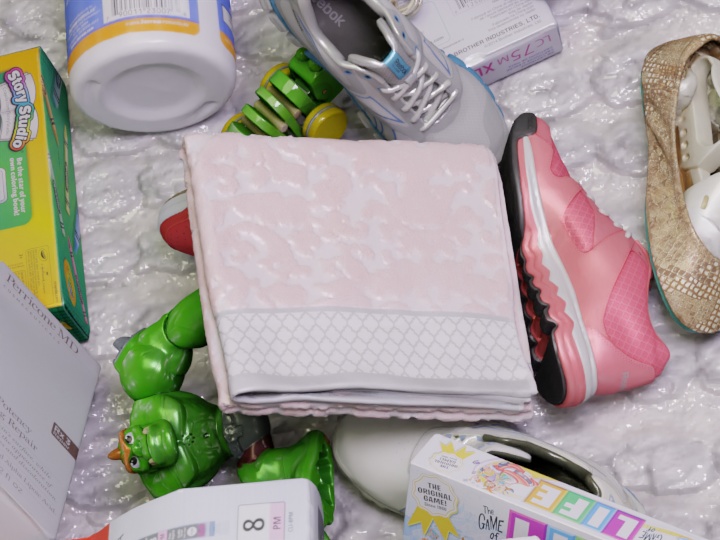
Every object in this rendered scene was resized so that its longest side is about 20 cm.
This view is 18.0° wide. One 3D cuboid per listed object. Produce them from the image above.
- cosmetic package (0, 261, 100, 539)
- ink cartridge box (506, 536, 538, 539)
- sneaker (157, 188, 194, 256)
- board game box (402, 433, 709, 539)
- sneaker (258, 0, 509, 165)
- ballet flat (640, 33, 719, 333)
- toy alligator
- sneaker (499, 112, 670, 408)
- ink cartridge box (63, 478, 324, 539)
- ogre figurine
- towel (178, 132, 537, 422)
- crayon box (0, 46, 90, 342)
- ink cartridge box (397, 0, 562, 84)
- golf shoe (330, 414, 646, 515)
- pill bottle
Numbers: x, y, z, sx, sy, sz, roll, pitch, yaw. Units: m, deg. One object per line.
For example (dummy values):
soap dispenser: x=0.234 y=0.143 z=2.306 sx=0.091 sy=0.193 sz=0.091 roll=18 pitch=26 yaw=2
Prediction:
cosmetic package: x=-0.222 y=0.090 z=1.349 sx=0.074 sy=0.102 sz=0.200 roll=-33 pitch=23 yaw=20
ink cartridge box: x=0.003 y=0.232 z=1.208 sx=0.199 sy=0.057 sz=0.163 roll=-5 pitch=53 yaw=4
sneaker: x=-0.039 y=0.009 z=1.420 sx=0.199 sy=0.071 sz=0.113 roll=4 pitch=63 yaw=13
board game box: x=0.116 y=0.185 z=1.265 sx=0.199 sy=0.135 sz=0.034 roll=20 pitch=36 yaw=22
sneaker: x=0.019 y=-0.122 z=1.410 sx=0.075 sy=0.200 sz=0.087 roll=-51 pitch=20 yaw=3
ballet flat: x=0.210 y=-0.061 z=1.388 sx=0.065 sy=0.070 sz=0.201 roll=-33 pitch=53 yaw=45
toy alligator: x=-0.038 y=-0.116 z=1.463 sx=0.200 sy=0.054 sz=0.059 roll=-51 pitch=59 yaw=5
sneaker: x=0.136 y=-0.007 z=1.398 sx=0.086 sy=0.074 sz=0.201 roll=-5 pitch=61 yaw=-12
ink cartridge box: x=-0.118 y=0.197 z=1.194 sx=0.199 sy=0.057 sz=0.163 roll=-4 pitch=54 yaw=4
ogre figurine: x=-0.083 y=0.101 z=1.370 sx=0.119 sy=0.098 sz=0.201 roll=-14 pitch=104 yaw=20
towel: x=0.000 y=0.000 z=1.345 sx=0.199 sy=0.032 sz=0.192 roll=2 pitch=56 yaw=-19
crayon box: x=-0.250 y=-0.040 z=1.502 sx=0.118 sy=0.058 sz=0.201 roll=-13 pitch=63 yaw=7
ink cartridge box: x=0.043 y=-0.207 z=1.520 sx=0.119 sy=0.042 sz=0.201 roll=-24 pitch=65 yaw=2
golf shoe: x=0.069 y=0.111 z=1.331 sx=0.199 sy=0.097 sz=0.079 roll=15 pitch=71 yaw=21
pill bottle: x=-0.145 y=-0.204 z=1.525 sx=0.112 sy=0.112 sz=0.201 roll=-11 pitch=62 yaw=8
